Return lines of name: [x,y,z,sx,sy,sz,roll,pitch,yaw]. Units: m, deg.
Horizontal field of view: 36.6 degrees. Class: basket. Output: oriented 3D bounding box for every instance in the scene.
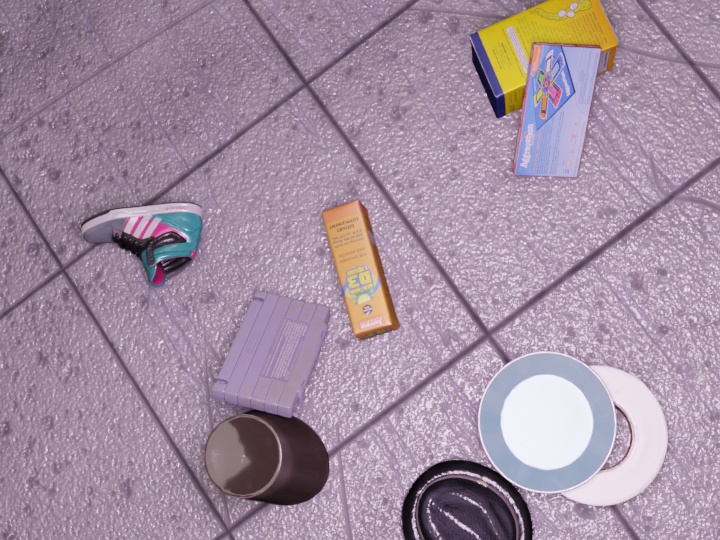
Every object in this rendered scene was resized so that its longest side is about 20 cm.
basket: [-0.147,0.268,1.573,0.178,0.200,0.137,22,84,12]

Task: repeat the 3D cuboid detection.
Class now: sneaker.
sneaker: [-0.343,-0.032,1.718,0.197,0.084,0.122,-8,70,6]

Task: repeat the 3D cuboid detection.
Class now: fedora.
fedora: [0.151,0.368,1.563,0.198,0.092,0.204,-2,80,9]

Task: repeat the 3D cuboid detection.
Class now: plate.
plate: [0.268,0.218,1.570,0.197,0.026,0.203,-2,80,9]

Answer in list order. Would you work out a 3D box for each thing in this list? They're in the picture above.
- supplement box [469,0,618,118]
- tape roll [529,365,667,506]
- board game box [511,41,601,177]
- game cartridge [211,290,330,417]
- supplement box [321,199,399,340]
supplement box: [0.277,-0.332,1.656,0.198,0.109,0.111,-23,78,4]
tape roll: [0.345,0.239,1.585,0.200,0.037,0.206,-2,79,8]
board game box: [0.289,-0.235,1.612,0.101,0.020,0.202,1,118,-9]
game cartridge: [-0.129,0.123,1.631,0.128,0.039,0.201,15,49,7]
supplement box: [0.000,0.000,1.664,0.066,0.069,0.203,-18,80,7]
